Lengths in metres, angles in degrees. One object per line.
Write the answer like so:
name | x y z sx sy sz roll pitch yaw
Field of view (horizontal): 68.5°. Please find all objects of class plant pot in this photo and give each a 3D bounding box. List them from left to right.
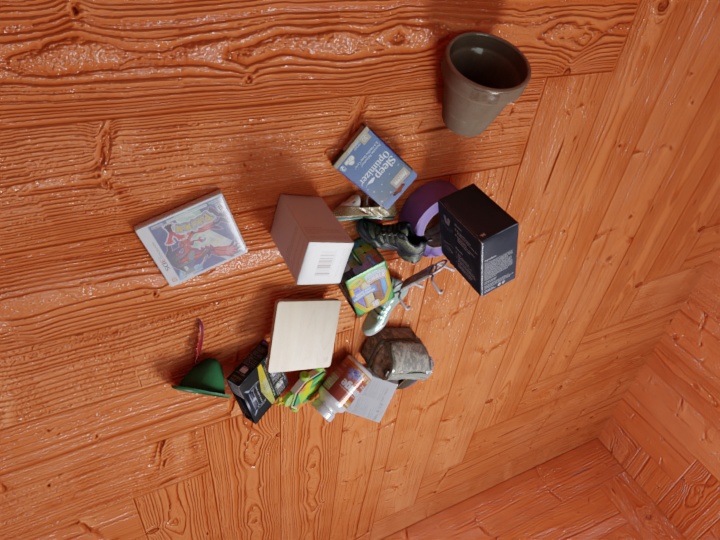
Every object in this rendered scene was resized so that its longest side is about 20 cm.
plant pot | 0.264 -0.407 1.209 0.198 0.202 0.175 -16 151 -20

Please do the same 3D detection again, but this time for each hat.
hat | -0.414 0.248 1.451 0.164 0.178 0.199 18 161 -28

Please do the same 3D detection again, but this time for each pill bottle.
pill bottle | -0.062 0.381 1.700 0.200 0.112 0.112 -48 139 -10

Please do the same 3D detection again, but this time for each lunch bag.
lunch bag | 0.126 0.286 1.731 0.198 0.168 0.140 7 124 -37

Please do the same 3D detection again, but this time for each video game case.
video game case | -0.376 -0.069 1.198 0.198 0.023 0.183 -26 137 -11

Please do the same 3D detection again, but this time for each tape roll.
tape roll | 0.211 -0.142 1.469 0.198 0.085 0.202 -17 135 -18

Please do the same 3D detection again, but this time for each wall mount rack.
wall mount rack | 0.185 0.033 1.501 0.199 0.174 0.075 -30 102 31

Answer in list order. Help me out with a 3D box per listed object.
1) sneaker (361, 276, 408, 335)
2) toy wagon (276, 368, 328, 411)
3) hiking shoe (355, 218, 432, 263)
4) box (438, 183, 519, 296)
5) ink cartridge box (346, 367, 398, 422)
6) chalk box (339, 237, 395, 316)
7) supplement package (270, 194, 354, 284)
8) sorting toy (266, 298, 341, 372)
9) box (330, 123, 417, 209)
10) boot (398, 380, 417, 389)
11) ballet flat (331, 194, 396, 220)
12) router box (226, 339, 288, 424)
sneaker | 0.049 0.099 1.582 0.201 0.074 0.118 -53 142 4
toy wagon | -0.182 0.379 1.664 0.199 0.039 0.157 -26 143 -49
hiking shoe | 0.087 -0.101 1.382 0.198 0.076 0.101 23 132 -8
box | 0.304 -0.080 1.375 0.116 0.197 0.201 -25 137 -11
ink cartridge box | 0.008 0.423 1.839 0.198 0.043 0.198 20 121 -3
chalk box | 0.000 0.000 1.428 0.123 0.125 0.201 -26 138 -9
supplement package | -0.118 -0.075 1.228 0.116 0.201 0.118 -1 128 -31
sorting toy | -0.168 0.169 1.474 0.197 0.069 0.203 1 106 -35
box | 0.041 -0.241 1.271 0.199 0.032 0.121 35 104 -31
boot | 0.131 0.418 1.922 0.199 0.075 0.097 -36 135 -3
ballet flat | 0.005 -0.162 1.345 0.198 0.070 0.066 -6 103 -32
router box | -0.291 0.323 1.528 0.157 0.052 0.202 -48 147 -34
